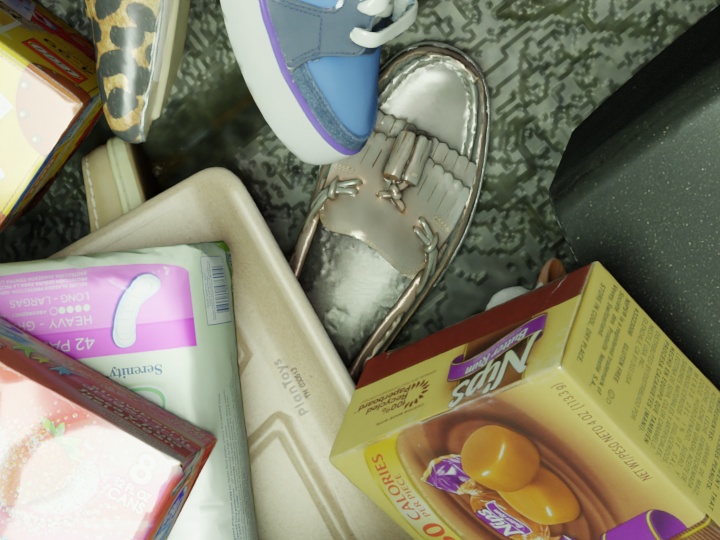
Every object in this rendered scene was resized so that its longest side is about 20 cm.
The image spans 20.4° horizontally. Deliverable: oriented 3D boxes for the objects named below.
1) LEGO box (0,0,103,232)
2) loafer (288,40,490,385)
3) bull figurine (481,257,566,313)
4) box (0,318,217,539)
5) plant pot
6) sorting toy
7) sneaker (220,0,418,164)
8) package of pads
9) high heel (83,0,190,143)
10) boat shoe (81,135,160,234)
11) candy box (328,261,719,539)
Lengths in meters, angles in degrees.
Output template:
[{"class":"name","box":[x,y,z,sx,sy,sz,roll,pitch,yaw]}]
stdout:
[{"class":"LEGO box","box":[-0.200,-0.101,0.788,0.199,0.149,0.077,36,98,-6]},{"class":"loafer","box":[0.000,0.000,0.847,0.071,0.063,0.201,26,99,-3]},{"class":"bull figurine","box":[0.058,0.079,0.822,0.121,0.065,0.200,43,138,-8]},{"class":"box","box":[-0.159,0.054,0.665,0.199,0.095,0.103,28,92,3]},{"class":"plant pot","box":[0.183,-0.018,0.785,0.176,0.200,0.201,-25,99,15]},{"class":"sorting toy","box":[-0.092,0.084,0.795,0.199,0.036,0.186,-29,90,4]},{"class":"sneaker","box":[0.021,-0.142,0.761,0.145,0.081,0.202,-4,109,23]},{"class":"package of pads","box":[-0.139,0.076,0.745,0.198,0.068,0.156,-7,91,4]},{"class":"high heel","box":[-0.134,-0.140,0.758,0.141,0.071,0.202,0,70,-4]},{"class":"boat shoe","box":[-0.106,0.044,0.854,0.064,0.072,0.202,-5,105,0]},{"class":"candy box","box":[0.098,0.096,0.736,0.116,0.057,0.200,-24,119,40]}]
